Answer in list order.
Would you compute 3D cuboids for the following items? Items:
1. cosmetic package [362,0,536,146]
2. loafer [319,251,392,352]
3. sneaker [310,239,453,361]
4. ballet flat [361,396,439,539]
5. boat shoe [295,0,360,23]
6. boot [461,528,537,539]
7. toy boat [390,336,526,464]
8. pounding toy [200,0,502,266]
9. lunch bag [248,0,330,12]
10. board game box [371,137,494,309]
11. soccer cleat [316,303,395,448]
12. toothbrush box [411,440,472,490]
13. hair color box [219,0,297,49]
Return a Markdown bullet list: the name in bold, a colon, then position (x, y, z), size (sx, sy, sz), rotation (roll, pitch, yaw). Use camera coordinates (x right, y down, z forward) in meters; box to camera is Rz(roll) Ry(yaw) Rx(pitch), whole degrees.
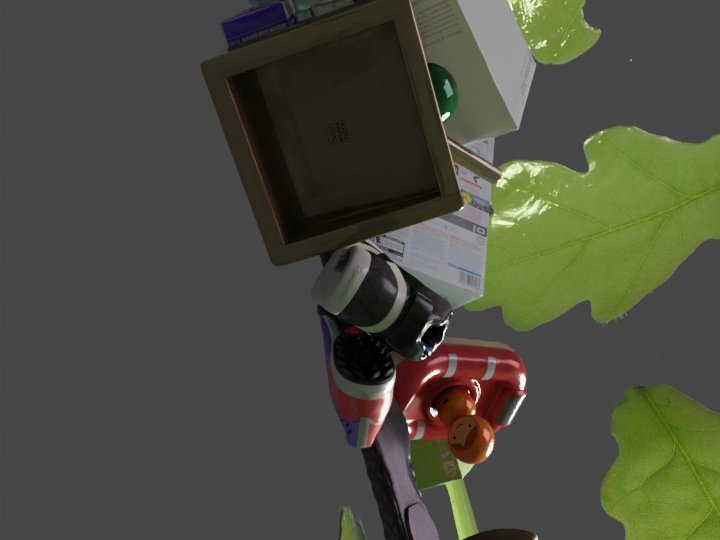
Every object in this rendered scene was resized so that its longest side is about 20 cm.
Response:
- **cosmetic package**: position (0.074, -0.221, 0.675), size (0.201, 0.080, 0.114), rotation (52, 42, -31)
- **loafer**: position (0.000, 0.000, 0.869), size (0.073, 0.071, 0.204), rotation (-83, 155, -73)
- **sneaker**: position (0.019, 0.027, 0.668), size (0.111, 0.074, 0.200), rotation (33, 6, -7)
- **ballet flat**: position (0.021, 0.189, 0.746), size (0.066, 0.057, 0.204), rotation (12, 51, -42)
- **boat shoe**: position (-0.015, -0.240, 0.775), size (0.200, 0.068, 0.072), rotation (-66, 134, -78)
- **boot**: position (0.107, 0.333, 0.680), size (0.198, 0.071, 0.159), rotation (-19, 96, -48)
- **toy boat**: position (0.107, 0.158, 0.871), size (0.132, 0.195, 0.133), rotation (-116, -140, -50)
- **pounding toy**: position (0.008, -0.113, 0.621), size (0.143, 0.195, 0.188), rotation (-87, 159, -69)
- **lunch bag**: position (-0.049, -0.355, 0.893), size (0.200, 0.167, 0.125), rotation (33, 39, -77)
- **board game box**: position (0.067, -0.078, 0.852), size (0.064, 0.145, 0.205), rotation (-30, -135, 57)
- **soccer cleat**: position (-0.007, 0.076, 0.710), size (0.201, 0.066, 0.075), rotation (-104, -160, -65)
- **toothbrush box**: position (0.081, 0.176, 1.037), size (0.145, 0.084, 0.205), rotation (15, 60, -74)
- **hair color box**: position (-0.062, -0.141, 0.720), size (0.110, 0.063, 0.204), rotation (-94, 168, -69)
